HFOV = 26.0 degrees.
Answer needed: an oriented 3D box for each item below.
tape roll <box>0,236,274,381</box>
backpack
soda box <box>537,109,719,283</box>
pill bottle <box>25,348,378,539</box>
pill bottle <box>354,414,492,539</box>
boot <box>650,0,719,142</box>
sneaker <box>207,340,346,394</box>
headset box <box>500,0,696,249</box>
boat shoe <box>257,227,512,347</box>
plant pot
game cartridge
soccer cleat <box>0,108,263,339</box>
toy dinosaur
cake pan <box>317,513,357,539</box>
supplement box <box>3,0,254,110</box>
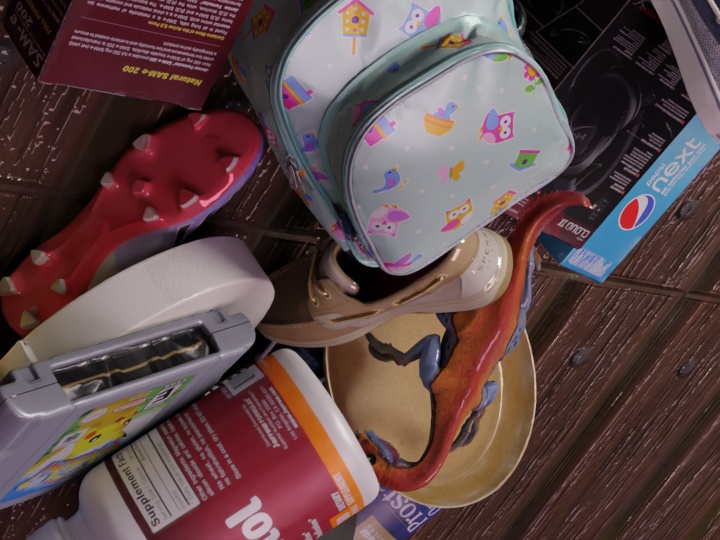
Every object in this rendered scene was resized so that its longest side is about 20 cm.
[{"bbox_3d":[-0.147,0.052,0.989,0.202,0.037,0.203,-33,167,-8],"label":"tape roll"},{"bbox_3d":[0.023,-0.111,0.924,0.175,0.153,0.200,-33,129,-1],"label":"backpack"},{"bbox_3d":[0.210,-0.090,1.169,0.064,0.068,0.200,21,114,-48],"label":"soda box"},{"bbox_3d":[-0.098,0.145,0.960,0.200,0.113,0.113,-33,143,-8],"label":"pill bottle"},{"bbox_3d":[0.004,0.166,1.231,0.200,0.112,0.112,-39,143,1],"label":"pill bottle"},{"bbox_3d":[0.228,-0.187,0.975,0.090,0.201,0.073,-25,178,32],"label":"boot"},{"bbox_3d":[-0.082,0.095,1.098,0.109,0.070,0.200,-50,162,17],"label":"sneaker"},{"bbox_3d":[0.146,-0.113,1.087,0.149,0.077,0.200,20,116,-47],"label":"headset box"},{"bbox_3d":[0.000,0.000,1.036,0.199,0.074,0.069,-15,151,30],"label":"boat shoe"},{"bbox_3d":[0.048,0.074,1.142,0.199,0.201,0.027,-2,169,-38],"label":"plant pot"},{"bbox_3d":[-0.163,0.086,0.917,0.133,0.041,0.200,-40,166,36],"label":"game cartridge"},{"bbox_3d":[-0.137,-0.025,0.967,0.200,0.067,0.076,-41,158,5],"label":"soccer cleat"},{"bbox_3d":[0.058,0.053,1.043,0.105,0.182,0.200,20,149,-6],"label":"toy dinosaur"},{"bbox_3d":[-0.078,0.204,1.091,0.200,0.037,0.201,-29,137,-31],"label":"cake pan"},{"bbox_3d":[-0.098,-0.188,0.823,0.108,0.061,0.200,6,124,-42],"label":"supplement box"}]
